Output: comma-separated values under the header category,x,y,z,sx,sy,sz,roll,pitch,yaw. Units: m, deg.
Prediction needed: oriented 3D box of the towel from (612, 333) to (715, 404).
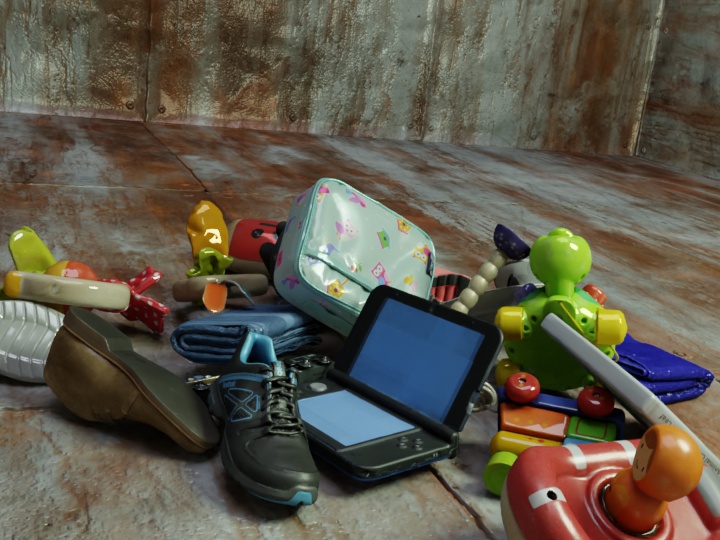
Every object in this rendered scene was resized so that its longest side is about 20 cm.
category,x,y,z,sx,sy,sz,roll,pitch,yaw
towel,0.326,0.106,1.084,0.145,0.051,0.199,-5,20,-33

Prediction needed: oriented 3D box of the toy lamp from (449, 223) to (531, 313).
category,x,y,z,sx,sy,sz,roll,pitch,yaw
toy lamp,0.114,0.043,0.968,0.058,0.201,0.058,40,-1,1

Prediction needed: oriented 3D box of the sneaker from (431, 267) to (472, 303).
category,x,y,z,sx,sy,sz,roll,pitch,yaw
sneaker,0.082,0.025,1.254,0.196,0.076,0.087,15,4,13

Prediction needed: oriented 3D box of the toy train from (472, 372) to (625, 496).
category,x,y,z,sx,sy,sz,roll,pitch,yaw
toy train,0.137,0.160,0.790,0.196,0.086,0.116,8,32,21

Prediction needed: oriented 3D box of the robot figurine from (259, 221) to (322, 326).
category,x,y,z,sx,sy,sz,roll,pitch,yaw
robot figurine,-0.043,-0.004,1.153,0.197,0.154,0.124,19,8,33

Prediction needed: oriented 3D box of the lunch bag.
category,x,y,z,sx,sy,sz,roll,pitch,yaw
lunch bag,0.000,0.000,1.007,0.198,0.163,0.077,29,-36,-24

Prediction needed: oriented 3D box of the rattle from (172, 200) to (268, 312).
category,x,y,z,sx,sy,sz,roll,pitch,yaw
rattle,-0.174,-0.020,1.064,0.127,0.146,0.200,12,-5,-1

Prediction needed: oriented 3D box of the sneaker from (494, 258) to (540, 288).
category,x,y,z,sx,sy,sz,roll,pitch,yaw
sneaker,0.247,0.034,1.258,0.078,0.076,0.200,-5,19,-20

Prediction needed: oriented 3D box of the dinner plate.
category,x,y,z,sx,sy,sz,roll,pitch,yaw
dinner plate,0.167,0.056,1.085,0.195,0.025,0.201,-8,-17,-3

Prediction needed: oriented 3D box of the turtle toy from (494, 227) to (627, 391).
category,x,y,z,sx,sy,sz,roll,pitch,yaw
turtle toy,0.224,0.053,0.963,0.142,0.204,0.102,2,36,13

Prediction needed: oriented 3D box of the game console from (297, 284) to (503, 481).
category,x,y,z,sx,sy,sz,roll,pitch,yaw
game console,0.010,0.097,0.826,0.168,0.121,0.198,-5,15,-38

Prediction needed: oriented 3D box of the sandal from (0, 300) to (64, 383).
category,x,y,z,sx,sy,sz,roll,pitch,yaw
sandal,-0.377,0.072,0.878,0.198,0.084,0.050,11,-28,-12

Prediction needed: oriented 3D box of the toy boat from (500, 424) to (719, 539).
category,x,y,z,sx,sy,sz,roll,pitch,yaw
toy boat,0.204,0.166,0.629,0.195,0.133,0.132,0,41,-22

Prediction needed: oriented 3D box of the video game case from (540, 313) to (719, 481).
category,x,y,z,sx,sy,sz,roll,pitch,yaw
video game case,0.275,0.135,0.829,0.181,0.022,0.200,42,4,-22

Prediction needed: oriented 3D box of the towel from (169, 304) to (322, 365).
category,x,y,z,sx,sy,sz,roll,pitch,yaw
towel,-0.121,0.072,0.954,0.109,0.050,0.200,0,4,18

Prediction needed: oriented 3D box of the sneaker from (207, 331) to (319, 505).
category,x,y,z,sx,sy,sz,roll,pitch,yaw
sneaker,-0.084,0.126,0.746,0.072,0.083,0.200,16,16,-32

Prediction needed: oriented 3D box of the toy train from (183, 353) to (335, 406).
category,x,y,z,sx,sy,sz,roll,pitch,yaw
toy train,-0.110,0.114,0.892,0.197,0.035,0.045,-7,18,-42

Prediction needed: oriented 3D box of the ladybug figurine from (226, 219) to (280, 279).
category,x,y,z,sx,sy,sz,roll,pitch,yaw
ladybug figurine,-0.133,-0.033,1.316,0.195,0.074,0.136,9,16,7

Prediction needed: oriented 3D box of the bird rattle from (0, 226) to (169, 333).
category,x,y,z,sx,sy,sz,roll,pitch,yaw
bird rattle,-0.316,0.030,0.960,0.196,0.115,0.163,17,-1,-4

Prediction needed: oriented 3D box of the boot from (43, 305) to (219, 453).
category,x,y,z,sx,sy,sz,roll,pitch,yaw
boot,-0.215,0.119,0.796,0.198,0.076,0.074,33,1,21
